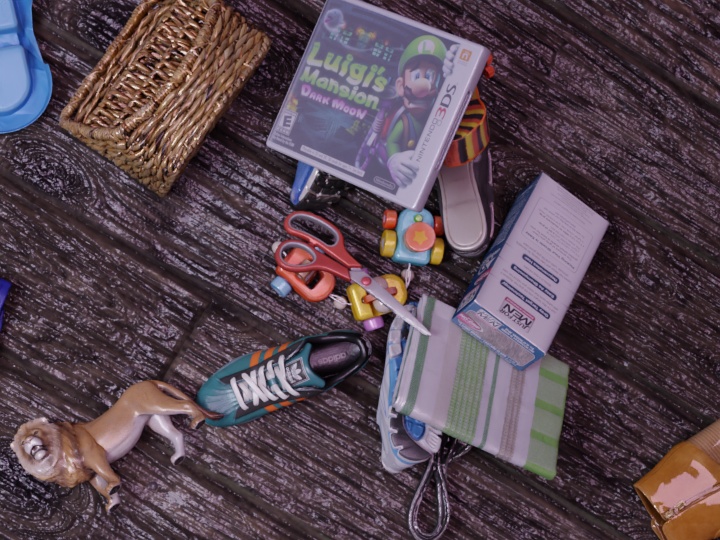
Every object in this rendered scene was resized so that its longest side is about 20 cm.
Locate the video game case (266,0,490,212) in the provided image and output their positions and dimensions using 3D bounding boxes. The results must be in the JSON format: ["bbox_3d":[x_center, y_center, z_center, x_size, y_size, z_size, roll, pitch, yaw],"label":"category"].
[{"bbox_3d":[0.015,-0.180,1.591,0.200,0.023,0.182,25,93,28],"label":"video game case"}]

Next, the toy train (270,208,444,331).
[{"bbox_3d":[0.005,-0.022,1.670,0.200,0.056,0.150,-44,94,-13],"label":"toy train"}]

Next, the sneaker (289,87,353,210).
[{"bbox_3d":[-0.037,-0.163,1.674,0.089,0.078,0.201,20,91,33],"label":"sneaker"}]

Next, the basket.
[{"bbox_3d":[-0.208,-0.203,1.602,0.149,0.143,0.200,37,77,-6],"label":"basket"}]

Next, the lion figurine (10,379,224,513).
[{"bbox_3d":[-0.254,0.168,1.585,0.200,0.073,0.123,-32,62,-23],"label":"lion figurine"}]

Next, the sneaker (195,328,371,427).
[{"bbox_3d":[-0.082,0.110,1.620,0.200,0.080,0.072,-23,88,-11],"label":"sneaker"}]

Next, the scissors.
[{"bbox_3d":[0.000,0.000,1.626,0.200,0.014,0.073,25,65,9],"label":"scissors"}]

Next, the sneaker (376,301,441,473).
[{"bbox_3d":[0.048,0.128,1.655,0.075,0.087,0.200,18,56,-12],"label":"sneaker"}]

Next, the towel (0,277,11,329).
[{"bbox_3d":[-0.475,0.053,1.566,0.199,0.050,0.148,19,73,-9],"label":"towel"}]

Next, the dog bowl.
[{"bbox_3d":[-0.394,-0.239,1.615,0.111,0.050,0.201,-13,85,-13],"label":"dog bowl"}]

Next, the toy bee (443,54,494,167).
[{"bbox_3d":[0.103,-0.199,1.641,0.108,0.131,0.200,-21,64,-6],"label":"toy bee"}]

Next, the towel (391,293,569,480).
[{"bbox_3d":[0.131,0.127,1.634,0.200,0.031,0.150,27,54,-17],"label":"towel"}]

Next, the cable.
[{"bbox_3d":[0.093,0.196,1.662,0.097,0.050,0.200,30,76,-6],"label":"cable"}]

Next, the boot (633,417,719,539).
[{"bbox_3d":[0.412,0.282,1.719,0.144,0.071,0.201,-40,89,-8],"label":"boot"}]

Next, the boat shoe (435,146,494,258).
[{"bbox_3d":[0.115,-0.109,1.707,0.067,0.057,0.201,-7,73,13],"label":"boat shoe"}]

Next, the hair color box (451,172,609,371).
[{"bbox_3d":[0.188,0.000,1.669,0.100,0.061,0.200,36,56,-7],"label":"hair color box"}]
